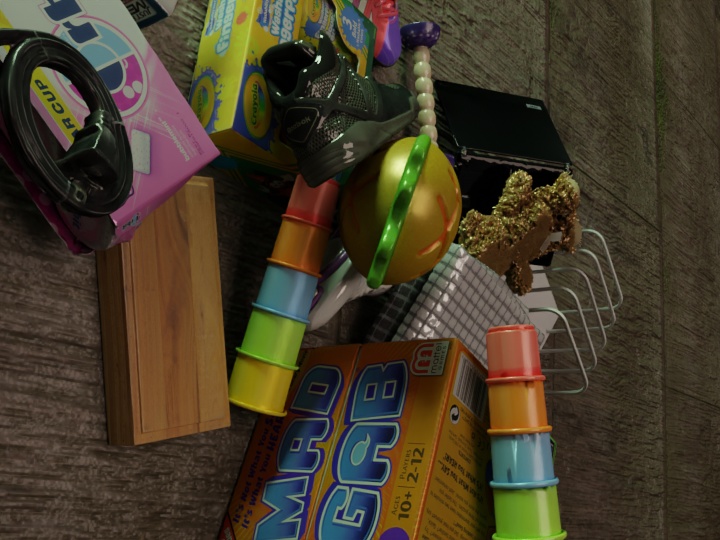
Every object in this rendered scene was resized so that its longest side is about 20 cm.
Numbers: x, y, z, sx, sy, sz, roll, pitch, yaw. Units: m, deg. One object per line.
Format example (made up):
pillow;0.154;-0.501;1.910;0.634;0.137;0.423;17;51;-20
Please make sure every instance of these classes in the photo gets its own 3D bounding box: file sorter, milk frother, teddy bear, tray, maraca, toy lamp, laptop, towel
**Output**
file sorter;0.257;0.054;1.139;0.200;0.123;0.141;-49;122;-45
milk frother;-0.248;-0.079;0.441;0.202;0.185;0.182;58;45;-29
teddy bear;0.193;-0.047;1.033;0.199;0.066;0.146;-38;127;-17
tray;-0.154;0.027;0.673;0.098;0.037;0.205;0;83;-53
maraca;0.032;-0.048;0.724;0.200;0.105;0.140;-60;167;-82
toy lamp;0.078;-0.182;0.998;0.058;0.057;0.205;3;82;-52
laptop;0.168;-0.121;1.085;0.174;0.103;0.204;4;104;-25
towel;0.097;0.078;0.918;0.199;0.085;0.167;39;78;-41

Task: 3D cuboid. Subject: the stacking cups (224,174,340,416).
stacking cups;-0.067;0.017;0.730;0.060;0.060;0.204;18;85;-49

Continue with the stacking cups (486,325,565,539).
stacking cups;0.125;0.146;0.666;0.060;0.060;0.205;4;80;-52

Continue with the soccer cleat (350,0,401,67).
soccer cleat;0.012;-0.321;0.920;0.068;0.072;0.203;-37;113;-49

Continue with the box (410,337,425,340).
box;0.104;0.137;0.855;0.200;0.038;0.042;48;59;-40

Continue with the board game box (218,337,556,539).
board game box;0.030;0.201;0.750;0.200;0.197;0.203;44;51;-39

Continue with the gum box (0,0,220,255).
gum box;-0.195;-0.120;0.585;0.202;0.066;0.114;57;42;-11

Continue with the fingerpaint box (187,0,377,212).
fingerpaint box;-0.067;-0.176;0.790;0.166;0.072;0.204;30;61;-46

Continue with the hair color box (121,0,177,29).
hair color box;-0.209;-0.287;0.633;0.200;0.060;0.101;45;51;-38

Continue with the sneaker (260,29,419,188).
sneaker;-0.015;-0.154;0.732;0.116;0.075;0.199;62;33;-10

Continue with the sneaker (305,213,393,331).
sneaker;0.000;0.000;0.847;0.101;0.074;0.201;59;43;-25
